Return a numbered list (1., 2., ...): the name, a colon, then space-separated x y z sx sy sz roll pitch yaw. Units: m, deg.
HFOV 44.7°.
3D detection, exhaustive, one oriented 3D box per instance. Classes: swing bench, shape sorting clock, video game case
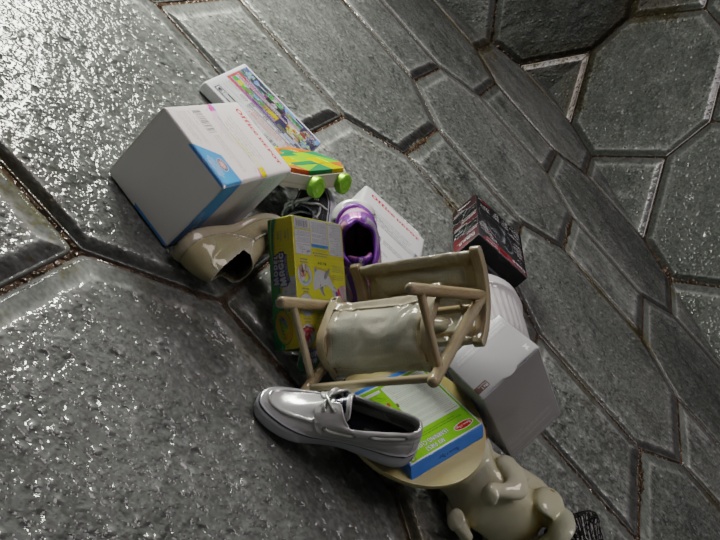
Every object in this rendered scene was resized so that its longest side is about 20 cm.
1. swing bench: 0.040 0.061 1.101 0.200 0.198 0.130 -25 104 -56
2. shape sorting clock: 0.065 0.193 1.114 0.199 0.039 0.200 12 36 -9
3. video game case: -0.168 -0.264 1.515 0.200 0.023 0.182 45 26 -6

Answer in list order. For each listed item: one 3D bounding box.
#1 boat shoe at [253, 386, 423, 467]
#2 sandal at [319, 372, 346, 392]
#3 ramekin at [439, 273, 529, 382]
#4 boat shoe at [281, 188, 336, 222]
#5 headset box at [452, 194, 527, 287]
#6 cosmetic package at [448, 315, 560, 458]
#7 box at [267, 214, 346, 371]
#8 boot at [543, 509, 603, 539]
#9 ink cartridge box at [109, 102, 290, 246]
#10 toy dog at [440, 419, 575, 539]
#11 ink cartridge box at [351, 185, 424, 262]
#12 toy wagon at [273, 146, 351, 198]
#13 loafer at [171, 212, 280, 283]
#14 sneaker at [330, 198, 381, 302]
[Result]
1. boat shoe: -0.024 0.166 1.022 0.199 0.066 0.074 14 39 -5
2. sandal: 0.016 0.211 1.137 0.200 0.048 0.075 40 29 11
3. ramekin: 0.159 0.110 1.311 0.200 0.200 0.105 29 30 -35
4. boat shoe: -0.086 -0.080 1.334 0.068 0.073 0.200 48 31 -36
5. headset box: 0.271 -0.049 1.849 0.149 0.077 0.200 39 28 -19
6. cosmetic package: 0.201 0.165 1.212 0.090 0.107 0.200 42 -13 42
7. box: -0.067 0.034 1.168 0.117 0.048 0.201 8 73 -55
8. boot: 0.316 0.430 1.259 0.211 0.079 0.158 26 39 -58
9. ink cartridge box: -0.201 -0.133 1.163 0.129 0.125 0.200 52 26 6
10. toy dog: 0.175 0.284 1.175 0.200 0.140 0.194 43 31 -3
11. ink cartridge box: 0.020 -0.029 1.417 0.146 0.084 0.200 43 26 -13
12. toy wagon: -0.088 -0.161 1.375 0.155 0.040 0.200 25 23 30
13. loafer: -0.160 -0.023 1.148 0.200 0.076 0.068 -19 71 -53
14. sneaker: 0.000 0.000 1.264 0.088 0.080 0.201 -124 -155 -77
